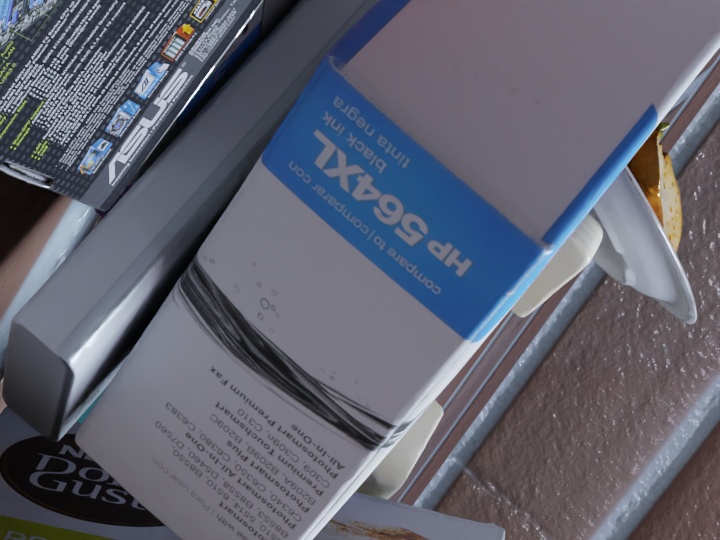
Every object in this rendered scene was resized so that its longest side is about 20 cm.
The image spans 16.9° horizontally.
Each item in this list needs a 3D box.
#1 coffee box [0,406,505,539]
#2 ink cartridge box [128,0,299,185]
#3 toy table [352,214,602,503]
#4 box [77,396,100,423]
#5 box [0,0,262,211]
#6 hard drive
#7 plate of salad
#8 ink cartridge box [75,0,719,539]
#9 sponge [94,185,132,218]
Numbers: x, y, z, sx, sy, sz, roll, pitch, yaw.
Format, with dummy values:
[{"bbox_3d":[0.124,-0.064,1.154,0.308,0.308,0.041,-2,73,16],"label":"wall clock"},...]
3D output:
[{"bbox_3d":[-0.070,0.190,0.857,0.198,0.199,0.201,-71,175,-72],"label":"coffee box"},{"bbox_3d":[-0.018,-0.134,0.680,0.200,0.045,0.176,-50,173,-15],"label":"ink cartridge box"},{"bbox_3d":[0.000,0.000,0.978,0.200,0.117,0.184,-53,-173,-33],"label":"toy table"},{"bbox_3d":[-0.087,0.056,1.078,0.200,0.049,0.082,-50,171,-15],"label":"box"},{"bbox_3d":[-0.043,-0.115,0.532,0.200,0.044,0.160,-53,161,5],"label":"box"},{"bbox_3d":[-0.039,-0.036,0.785,0.200,0.027,0.132,-49,178,-17],"label":"hard drive"},{"bbox_3d":[0.086,-0.066,0.987,0.048,0.200,0.200,-35,171,-1],"label":"plate of salad"},{"bbox_3d":[0.011,-0.012,0.750,0.146,0.084,0.200,-49,178,-45],"label":"ink cartridge box"},{"bbox_3d":[-0.023,-0.093,0.869,0.200,0.030,0.112,-52,172,3],"label":"sponge"}]
